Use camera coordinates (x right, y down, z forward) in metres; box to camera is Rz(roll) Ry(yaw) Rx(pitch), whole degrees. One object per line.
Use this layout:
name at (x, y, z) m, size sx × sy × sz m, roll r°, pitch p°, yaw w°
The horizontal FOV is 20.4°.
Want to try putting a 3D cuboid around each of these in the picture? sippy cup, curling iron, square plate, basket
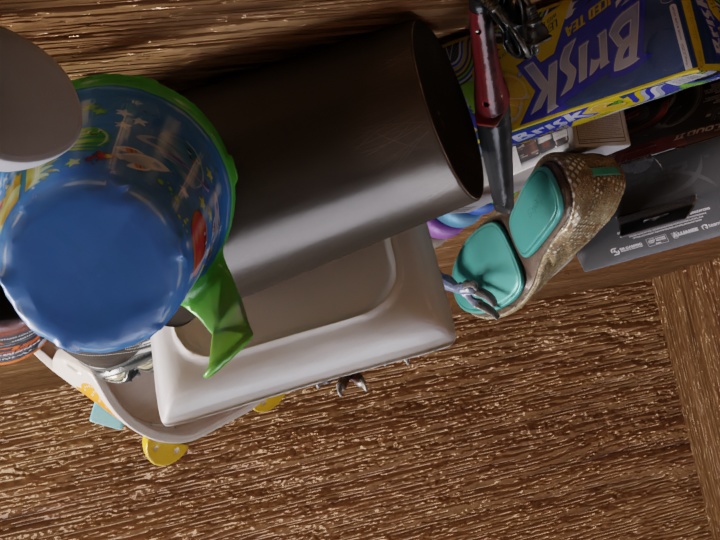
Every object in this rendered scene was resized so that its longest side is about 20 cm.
sippy cup at (-0.135, -0.023, 1.057) m, size 0.177 × 0.140 × 0.130 m, roll 11°, pitch -161°, yaw -5°
curling iron at (0.083, -0.095, 1.179) m, size 0.026 × 0.050 × 0.200 m, roll -36°, pitch 152°, yaw -22°
square plate at (-0.053, -0.017, 1.298) m, size 0.197 × 0.201 × 0.028 m, roll -16°, pitch 152°, yaw 7°
basket at (-0.039, -0.063, 1.189) m, size 0.199 × 0.137 × 0.180 m, roll -19°, pitch -171°, yaw 16°

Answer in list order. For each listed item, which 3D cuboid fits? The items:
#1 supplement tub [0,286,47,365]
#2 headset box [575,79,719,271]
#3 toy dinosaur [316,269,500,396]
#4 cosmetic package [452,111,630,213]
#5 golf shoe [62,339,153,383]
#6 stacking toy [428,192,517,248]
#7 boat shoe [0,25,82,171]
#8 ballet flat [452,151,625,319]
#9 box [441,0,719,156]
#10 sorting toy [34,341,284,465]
supplement tub at (-0.268, 0.011, 1.470) m, size 0.106 × 0.107 × 0.200 m, roll -11°, pitch 171°, yaw -12°
headset box at (0.226, -0.084, 1.406) m, size 0.148 × 0.075 × 0.200 m, roll -16°, pitch -157°, yaw 31°
toy dinosaur at (0.000, 0.000, 1.400) m, size 0.105 × 0.182 × 0.200 m, roll -20°, pitch -140°, yaw -25°
cosmetic package at (0.100, -0.099, 1.375) m, size 0.050 × 0.083 × 0.200 m, roll -3°, pitch 170°, yaw -30°
golf shoe at (-0.128, 0.011, 1.359) m, size 0.200 × 0.078 × 0.094 m, roll -35°, pitch 146°, yaw 21°
stacking toy at (0.106, -0.088, 1.591) m, size 0.200 × 0.086 × 0.085 m, roll -27°, pitch 167°, yaw 40°
boat shoe at (-0.230, -0.072, 0.939) m, size 0.086 × 0.075 × 0.201 m, roll -18°, pitch 170°, yaw 42°
ballet flat at (0.123, -0.021, 1.340) m, size 0.065 × 0.071 × 0.200 m, roll -12°, pitch 165°, yaw -23°
box at (0.125, -0.125, 1.229) m, size 0.199 × 0.070 × 0.064 m, roll -17°, pitch 175°, yaw 33°
sorting toy at (-0.164, 0.058, 1.558) m, size 0.200 × 0.107 × 0.180 m, roll -26°, pitch -151°, yaw -33°
